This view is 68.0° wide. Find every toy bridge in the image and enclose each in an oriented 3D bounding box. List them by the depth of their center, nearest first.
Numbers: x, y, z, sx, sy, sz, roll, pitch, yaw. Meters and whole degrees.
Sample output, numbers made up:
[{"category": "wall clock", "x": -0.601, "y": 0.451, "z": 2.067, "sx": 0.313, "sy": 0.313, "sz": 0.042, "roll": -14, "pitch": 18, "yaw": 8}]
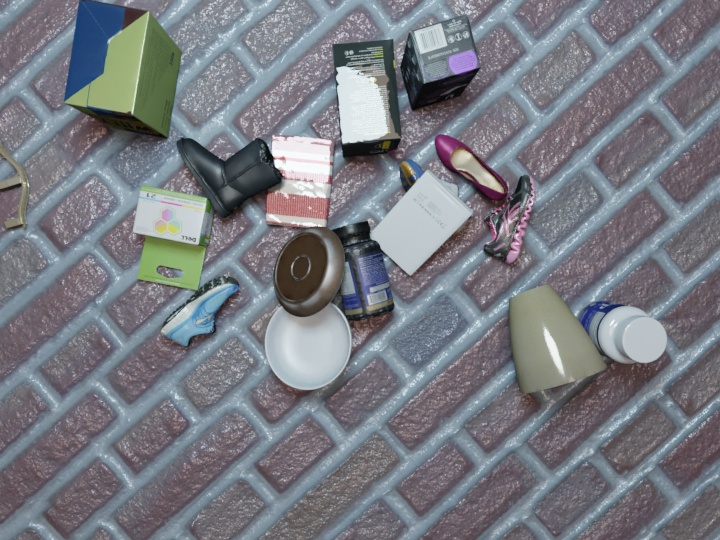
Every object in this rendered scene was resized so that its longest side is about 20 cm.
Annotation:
[{"category": "toy bridge", "x": -0.772, "y": -0.191, "z": 1.178, "sx": 0.067, "sy": 0.027, "sz": 0.202, "roll": -17, "pitch": 93, "yaw": -2}]

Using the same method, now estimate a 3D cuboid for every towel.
[{"category": "towel", "x": -0.136, "y": -0.198, "z": 1.196, "sx": 0.142, "sy": 0.023, "sz": 0.202, "roll": 5, "pitch": 92, "yaw": -2}]

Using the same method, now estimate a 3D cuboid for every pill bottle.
[{"category": "pill bottle", "x": 0.550, "y": 0.132, "z": 1.133, "sx": 0.118, "sy": 0.200, "sz": 0.121, "roll": 0, "pitch": 92, "yaw": -2}, {"category": "pill bottle", "x": 0.000, "y": 0.000, "z": 1.160, "sx": 0.111, "sy": 0.112, "sz": 0.202, "roll": -13, "pitch": 92, "yaw": -1}]

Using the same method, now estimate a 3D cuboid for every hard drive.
[{"category": "hard drive", "x": 0.127, "y": -0.100, "z": 1.158, "sx": 0.132, "sy": 0.027, "sz": 0.200, "roll": 42, "pitch": 118, "yaw": -2}]

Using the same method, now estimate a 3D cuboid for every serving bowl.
[{"category": "serving bowl", "x": -0.107, "y": 0.158, "z": 1.174, "sx": 0.198, "sy": 0.066, "sz": 0.202, "roll": -2, "pitch": 81, "yaw": 14}]

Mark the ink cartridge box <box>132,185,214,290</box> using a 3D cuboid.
[{"category": "ink cartridge box", "x": -0.413, "y": -0.068, "z": 1.164, "sx": 0.146, "sy": 0.076, "sz": 0.202, "roll": 10, "pitch": 89, "yaw": -1}]

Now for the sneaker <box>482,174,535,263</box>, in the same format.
[{"category": "sneaker", "x": 0.327, "y": -0.122, "z": 1.189, "sx": 0.095, "sy": 0.079, "sz": 0.202, "roll": 16, "pitch": 90, "yaw": 10}]

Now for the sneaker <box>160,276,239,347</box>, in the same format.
[{"category": "sneaker", "x": -0.343, "y": 0.092, "z": 1.186, "sx": 0.200, "sy": 0.078, "sz": 0.090, "roll": -39, "pitch": 110, "yaw": 4}]

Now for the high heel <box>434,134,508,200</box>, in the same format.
[{"category": "high heel", "x": 0.245, "y": -0.232, "z": 1.166, "sx": 0.200, "sy": 0.096, "sz": 0.068, "roll": 40, "pitch": 91, "yaw": -2}]

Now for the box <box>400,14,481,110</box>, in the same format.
[{"category": "box", "x": 0.159, "y": -0.423, "z": 1.105, "sx": 0.121, "sy": 0.200, "sz": 0.107, "roll": -16, "pitch": 92, "yaw": -1}]

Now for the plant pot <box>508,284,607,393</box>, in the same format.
[{"category": "plant pot", "x": 0.401, "y": 0.140, "z": 1.154, "sx": 0.186, "sy": 0.187, "sz": 0.202, "roll": -18, "pitch": 79, "yaw": -1}]

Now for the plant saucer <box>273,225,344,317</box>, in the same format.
[{"category": "plant saucer", "x": -0.120, "y": -0.003, "z": 1.136, "sx": 0.199, "sy": 0.032, "sz": 0.202, "roll": -13, "pitch": 68, "yaw": 33}]

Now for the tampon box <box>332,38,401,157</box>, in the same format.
[{"category": "tampon box", "x": 0.013, "y": -0.357, "z": 1.130, "sx": 0.125, "sy": 0.150, "sz": 0.202, "roll": -5, "pitch": 92, "yaw": -1}]

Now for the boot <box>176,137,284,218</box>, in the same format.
[{"category": "boot", "x": -0.278, "y": -0.237, "z": 1.152, "sx": 0.167, "sy": 0.076, "sz": 0.201, "roll": -33, "pitch": 89, "yaw": 7}]

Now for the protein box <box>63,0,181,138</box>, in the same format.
[{"category": "protein box", "x": -0.476, "y": -0.401, "z": 1.091, "sx": 0.134, "sy": 0.200, "sz": 0.201, "roll": 10, "pitch": 92, "yaw": -2}]

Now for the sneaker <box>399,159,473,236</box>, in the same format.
[{"category": "sneaker", "x": 0.168, "y": -0.175, "z": 1.187, "sx": 0.088, "sy": 0.075, "sz": 0.200, "roll": -41, "pitch": 98, "yaw": -13}]
